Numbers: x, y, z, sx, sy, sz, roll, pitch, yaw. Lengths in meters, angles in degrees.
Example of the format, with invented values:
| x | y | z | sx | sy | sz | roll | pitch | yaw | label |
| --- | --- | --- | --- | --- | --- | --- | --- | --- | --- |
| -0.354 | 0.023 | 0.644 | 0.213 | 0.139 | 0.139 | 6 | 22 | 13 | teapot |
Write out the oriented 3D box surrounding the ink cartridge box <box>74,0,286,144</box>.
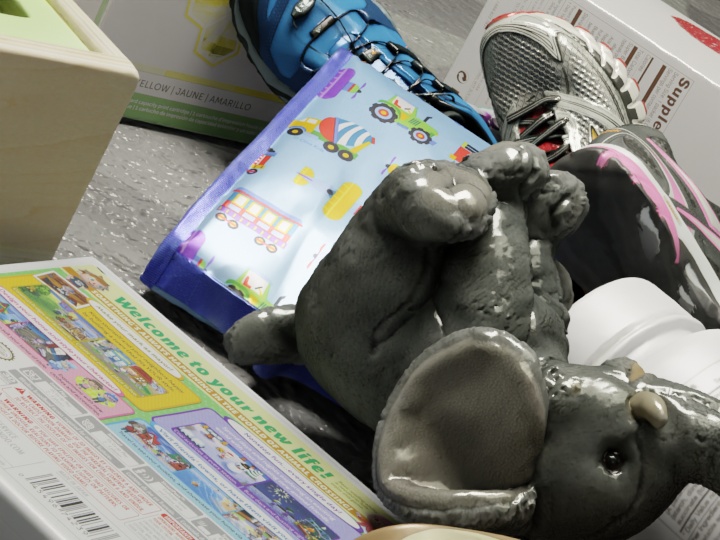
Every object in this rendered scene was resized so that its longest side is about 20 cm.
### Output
| x | y | z | sx | sy | sz | roll | pitch | yaw | label |
| --- | --- | --- | --- | --- | --- | --- | --- | --- | --- |
| -0.066 | -0.170 | 1.239 | 0.145 | 0.201 | 0.048 | 10 | 24 | -41 | ink cartridge box |

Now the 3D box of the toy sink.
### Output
| x | y | z | sx | sy | sz | roll | pitch | yaw | label |
| --- | --- | --- | --- | --- | --- | --- | --- | --- | --- |
| -0.209 | -0.104 | 1.027 | 0.130 | 0.112 | 0.200 | 8 | 29 | -45 | toy sink |

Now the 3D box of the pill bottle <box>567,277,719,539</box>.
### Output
| x | y | z | sx | sy | sz | roll | pitch | yaw | label |
| --- | --- | --- | --- | --- | --- | --- | --- | --- | --- |
| 0.162 | 0.098 | 1.030 | 0.113 | 0.114 | 0.200 | 3 | 33 | -49 | pill bottle |

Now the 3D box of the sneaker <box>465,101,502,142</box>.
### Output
| x | y | z | sx | sy | sz | roll | pitch | yaw | label |
| --- | --- | --- | --- | --- | --- | --- | --- | --- | --- |
| 0.065 | -0.046 | 1.339 | 0.199 | 0.074 | 0.088 | 17 | 46 | -23 | sneaker |

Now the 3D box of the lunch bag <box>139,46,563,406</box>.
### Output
| x | y | z | sx | sy | sz | roll | pitch | yaw | label |
| --- | --- | --- | --- | --- | --- | --- | --- | --- | --- |
| 0.000 | 0.000 | 1.109 | 0.150 | 0.094 | 0.200 | 34 | 30 | 6 | lunch bag |

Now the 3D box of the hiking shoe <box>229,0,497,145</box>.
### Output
| x | y | z | sx | sy | sz | roll | pitch | yaw | label |
| --- | --- | --- | --- | --- | --- | --- | --- | --- | --- |
| 0.018 | -0.091 | 1.225 | 0.200 | 0.074 | 0.087 | 46 | -17 | -18 | hiking shoe |

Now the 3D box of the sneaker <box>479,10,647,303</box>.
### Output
| x | y | z | sx | sy | sz | roll | pitch | yaw | label |
| --- | --- | --- | --- | --- | --- | --- | --- | --- | --- |
| 0.116 | -0.046 | 1.273 | 0.082 | 0.078 | 0.201 | -15 | 78 | -52 | sneaker |

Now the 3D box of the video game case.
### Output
| x | y | z | sx | sy | sz | roll | pitch | yaw | label |
| --- | --- | --- | --- | --- | --- | --- | --- | --- | --- |
| -0.097 | 0.062 | 0.912 | 0.200 | 0.022 | 0.182 | 38 | 23 | 25 | video game case |

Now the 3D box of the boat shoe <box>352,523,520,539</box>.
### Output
| x | y | z | sx | sy | sz | roll | pitch | yaw | label |
| --- | --- | --- | --- | --- | --- | --- | --- | --- | --- |
| 0.081 | 0.141 | 0.896 | 0.199 | 0.072 | 0.065 | 11 | 55 | -29 | boat shoe |

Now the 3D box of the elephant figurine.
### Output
| x | y | z | sx | sy | sz | roll | pitch | yaw | label |
| --- | --- | --- | --- | --- | --- | --- | --- | --- | --- |
| 0.063 | 0.059 | 0.953 | 0.141 | 0.155 | 0.201 | -5 | 58 | -33 | elephant figurine |

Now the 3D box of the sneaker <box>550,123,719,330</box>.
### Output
| x | y | z | sx | sy | sz | roll | pitch | yaw | label |
| --- | --- | --- | --- | --- | --- | --- | --- | --- | --- |
| 0.164 | 0.015 | 1.147 | 0.086 | 0.080 | 0.201 | -46 | 115 | -52 | sneaker |

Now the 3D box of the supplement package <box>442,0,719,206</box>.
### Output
| x | y | z | sx | sy | sz | roll | pitch | yaw | label |
| --- | --- | --- | --- | --- | --- | --- | --- | --- | --- |
| 0.168 | -0.098 | 1.486 | 0.200 | 0.120 | 0.121 | 36 | 21 | 18 | supplement package |
